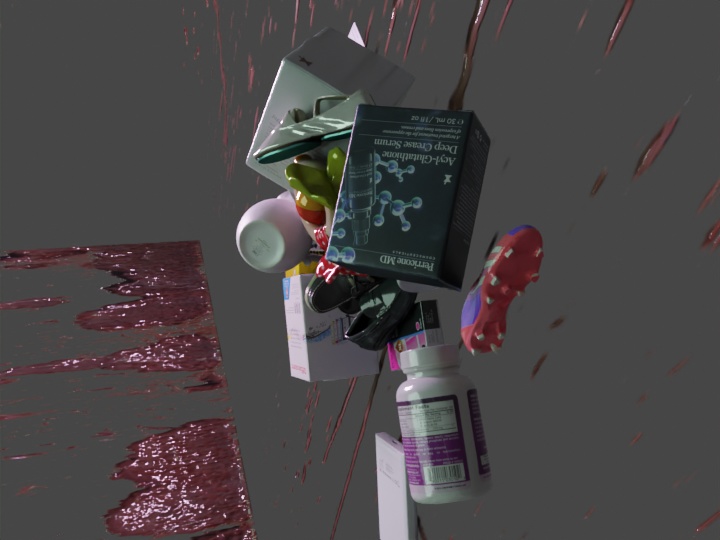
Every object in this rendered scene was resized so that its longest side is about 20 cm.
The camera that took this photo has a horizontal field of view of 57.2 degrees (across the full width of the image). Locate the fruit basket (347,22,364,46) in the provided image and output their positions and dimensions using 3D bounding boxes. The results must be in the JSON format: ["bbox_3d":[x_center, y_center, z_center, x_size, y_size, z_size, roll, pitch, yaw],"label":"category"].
[{"bbox_3d":[-0.033,-0.316,1.209,0.200,0.094,0.186,119,142,-51],"label":"fruit basket"}]

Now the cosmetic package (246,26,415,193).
[{"bbox_3d":[-0.048,-0.232,1.029,0.200,0.166,0.167,-59,-1,42],"label":"cosmetic package"}]

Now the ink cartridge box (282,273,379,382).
[{"bbox_3d":[-0.060,0.106,1.287,0.147,0.144,0.200,171,94,-70],"label":"ink cartridge box"}]

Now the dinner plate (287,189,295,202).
[{"bbox_3d":[-0.087,-0.129,1.147,0.200,0.024,0.200,55,-170,-15],"label":"dinner plate"}]

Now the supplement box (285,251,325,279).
[{"bbox_3d":[-0.094,-0.045,1.403,0.110,0.109,0.200,-146,54,-65],"label":"supplement box"}]

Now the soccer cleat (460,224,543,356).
[{"bbox_3d":[0.161,0.018,0.797,0.077,0.067,0.200,-110,22,-46],"label":"soccer cleat"}]

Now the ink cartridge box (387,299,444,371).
[{"bbox_3d":[0.078,0.112,1.079,0.200,0.037,0.095,143,121,-69],"label":"ink cartridge box"}]

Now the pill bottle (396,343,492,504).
[{"bbox_3d":[0.109,0.205,0.900,0.112,0.112,0.200,145,120,-67],"label":"pill bottle"}]

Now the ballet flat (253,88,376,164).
[{"bbox_3d":[-0.064,-0.202,0.915,0.200,0.069,0.070,-12,80,26],"label":"ballet flat"}]

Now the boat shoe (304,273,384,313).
[{"bbox_3d":[0.000,0.000,1.053,0.072,0.200,0.065,59,171,-19],"label":"boat shoe"}]

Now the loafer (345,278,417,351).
[{"bbox_3d":[0.034,0.057,1.042,0.068,0.070,0.201,-94,24,-43],"label":"loafer"}]

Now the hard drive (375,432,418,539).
[{"bbox_3d":[0.065,0.406,1.183,0.132,0.027,0.200,-174,81,-69],"label":"hard drive"}]

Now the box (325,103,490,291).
[{"bbox_3d":[0.061,-0.089,0.811,0.107,0.148,0.200,20,-100,-66],"label":"box"}]

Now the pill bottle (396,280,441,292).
[{"bbox_3d":[0.073,-0.078,0.933,0.116,0.116,0.200,117,143,-55],"label":"pill bottle"}]

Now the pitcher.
[{"bbox_3d":[-0.113,-0.052,1.132,0.121,0.171,0.200,-52,-1,21],"label":"pitcher"}]

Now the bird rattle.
[{"bbox_3d":[-0.045,-0.086,0.955,0.163,0.113,0.200,47,155,46],"label":"bird rattle"}]

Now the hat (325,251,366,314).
[{"bbox_3d":[0.011,-0.025,1.145,0.201,0.081,0.201,-3,-90,-66],"label":"hat"}]

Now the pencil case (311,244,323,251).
[{"bbox_3d":[-0.098,-0.070,1.290,0.078,0.200,0.090,153,120,-72],"label":"pencil case"}]
